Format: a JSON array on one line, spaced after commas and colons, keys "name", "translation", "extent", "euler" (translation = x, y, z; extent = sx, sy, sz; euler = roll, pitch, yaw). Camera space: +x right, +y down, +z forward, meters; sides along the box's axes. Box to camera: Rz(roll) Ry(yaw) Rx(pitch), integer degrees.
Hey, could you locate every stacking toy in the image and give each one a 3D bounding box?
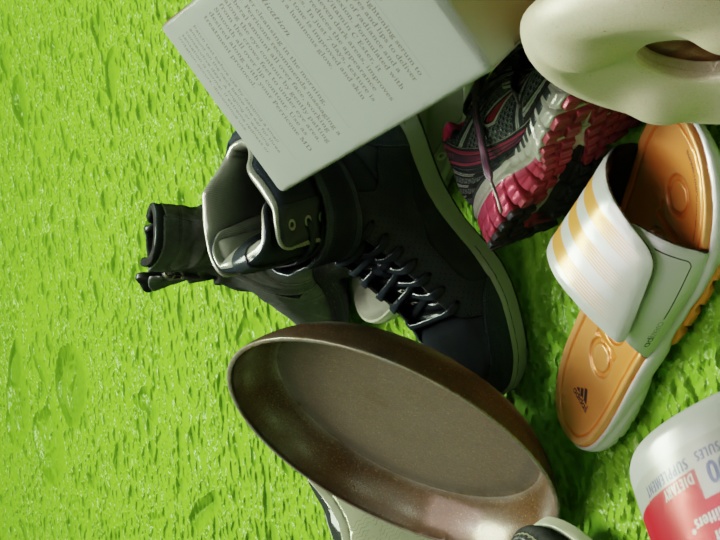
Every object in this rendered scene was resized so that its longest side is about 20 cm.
[{"name": "stacking toy", "translation": [0.147, -0.171, 0.824], "extent": [0.146, 0.145, 0.202], "euler": [160, 120, -64]}]

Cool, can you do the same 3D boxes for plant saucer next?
[{"name": "plant saucer", "translation": [0.021, 0.086, 1.078], "extent": [0.032, 0.199, 0.200], "euler": [-63, 12, -27]}]

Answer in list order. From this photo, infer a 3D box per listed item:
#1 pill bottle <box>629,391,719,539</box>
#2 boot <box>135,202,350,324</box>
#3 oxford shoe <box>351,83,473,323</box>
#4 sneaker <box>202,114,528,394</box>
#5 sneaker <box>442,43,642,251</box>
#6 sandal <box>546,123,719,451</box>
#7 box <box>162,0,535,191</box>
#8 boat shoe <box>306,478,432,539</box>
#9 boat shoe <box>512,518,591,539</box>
[{"name": "pill bottle", "translation": [0.188, 0.148, 0.775], "extent": [0.112, 0.111, 0.202], "euler": [-56, 46, 53]}, {"name": "boot", "translation": [-0.072, -0.003, 1.229], "extent": [0.200, 0.130, 0.070], "euler": [91, 175, -66]}, {"name": "oxford shoe", "translation": [0.017, -0.049, 1.169], "extent": [0.075, 0.057, 0.201], "euler": [61, 147, 37]}, {"name": "sneaker", "translation": [-0.001, 0.000, 1.061], "extent": [0.077, 0.146, 0.203], "euler": [-28, 92, 46]}, {"name": "sneaker", "translation": [0.091, -0.086, 0.962], "extent": [0.075, 0.080, 0.200], "euler": [59, 147, 17]}, {"name": "sandal", "translation": [0.120, 0.014, 0.957], "extent": [0.079, 0.059, 0.208], "euler": [59, 144, 42]}, {"name": "box", "translation": [0.024, -0.145, 0.944], "extent": [0.107, 0.152, 0.200], "euler": [53, 147, -7]}, {"name": "boat shoe", "translation": [0.017, 0.159, 1.218], "extent": [0.201, 0.071, 0.068], "euler": [60, -177, 31]}, {"name": "boat shoe", "translation": [0.113, 0.208, 0.982], "extent": [0.072, 0.067, 0.201], "euler": [109, 147, -44]}]
